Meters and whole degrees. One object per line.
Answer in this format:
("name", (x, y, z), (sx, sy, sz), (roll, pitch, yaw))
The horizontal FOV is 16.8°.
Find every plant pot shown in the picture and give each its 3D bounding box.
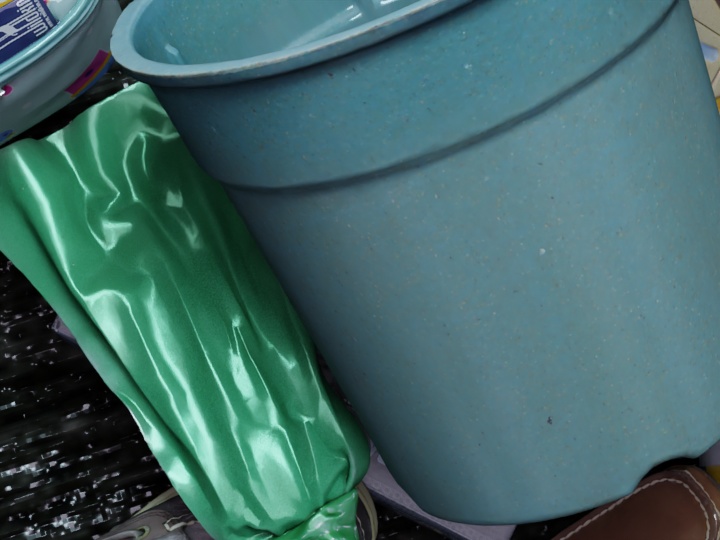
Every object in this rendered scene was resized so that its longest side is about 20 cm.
("plant pot", (0.045, -0.032, 0.839), (0.200, 0.200, 0.197), (-27, 111, -6))

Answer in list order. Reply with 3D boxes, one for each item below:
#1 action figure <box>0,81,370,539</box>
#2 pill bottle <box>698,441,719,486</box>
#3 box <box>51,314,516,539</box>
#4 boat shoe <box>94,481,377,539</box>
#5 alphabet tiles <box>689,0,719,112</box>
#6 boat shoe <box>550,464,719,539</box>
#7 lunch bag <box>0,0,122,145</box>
("action figure", (-0.054, 0.029, 0.899), (0.118, 0.055, 0.200), (-29, 78, -1))
("pill bottle", (0.189, 0.104, 0.936), (0.112, 0.112, 0.201), (-6, 84, -4))
("box", (0.000, 0.000, 0.964), (0.200, 0.051, 0.158), (26, 83, -1))
("boat shoe", (-0.086, 0.132, 0.924), (0.199, 0.065, 0.073), (-24, 105, 6))
("alphabet tiles", (0.189, -0.118, 0.947), (0.200, 0.006, 0.167), (26, 93, -35))
("boat shoe", (0.062, 0.151, 0.911), (0.200, 0.072, 0.076), (-48, 60, 11))
("lunch bag", (-0.190, -0.121, 0.878), (0.160, 0.077, 0.200), (-32, 78, -7))
